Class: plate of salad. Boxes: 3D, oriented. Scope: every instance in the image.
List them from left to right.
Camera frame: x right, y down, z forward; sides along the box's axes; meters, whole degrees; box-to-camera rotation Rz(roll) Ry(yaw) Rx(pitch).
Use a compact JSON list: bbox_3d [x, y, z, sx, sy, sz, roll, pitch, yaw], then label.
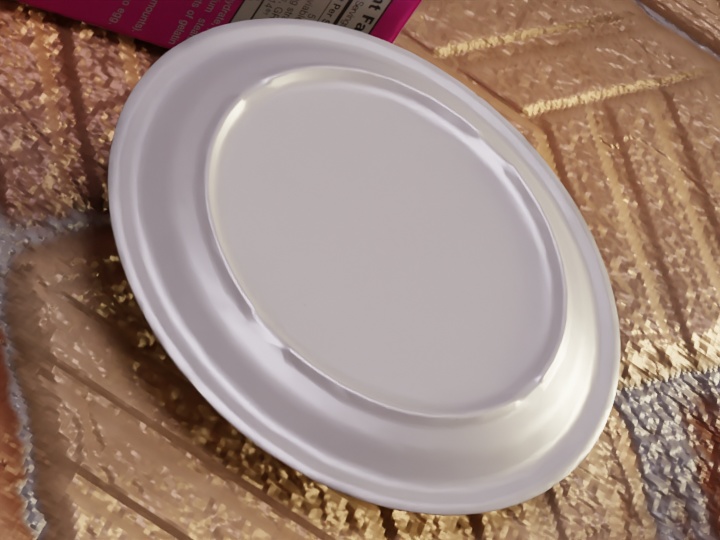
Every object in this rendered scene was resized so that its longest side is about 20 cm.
[{"bbox_3d":[0.000,0.000,1.023,0.199,0.048,0.201,17,51,-22],"label":"plate of salad"}]

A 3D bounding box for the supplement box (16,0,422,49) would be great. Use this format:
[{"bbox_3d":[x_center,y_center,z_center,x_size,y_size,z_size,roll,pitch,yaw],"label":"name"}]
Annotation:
[{"bbox_3d":[-0.072,-0.151,1.084,0.199,0.103,0.101,16,40,-28],"label":"supplement box"}]
